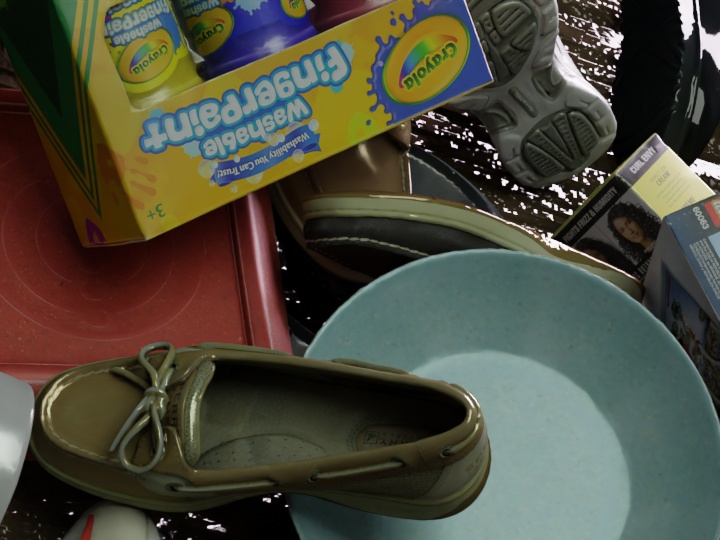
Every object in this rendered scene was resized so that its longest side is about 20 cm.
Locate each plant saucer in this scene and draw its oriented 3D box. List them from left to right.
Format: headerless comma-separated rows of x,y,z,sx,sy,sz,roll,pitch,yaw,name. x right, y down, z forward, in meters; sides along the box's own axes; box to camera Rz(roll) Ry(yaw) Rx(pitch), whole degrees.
-0.127,-0.008,1.201,0.199,0.037,0.201,2,57,-18,plant saucer
0.061,0.089,1.156,0.199,0.039,0.202,3,64,-7,plant saucer

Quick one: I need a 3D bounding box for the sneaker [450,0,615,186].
0.062,-0.128,1.371,0.100,0.078,0.200,60,2,37,sneaker

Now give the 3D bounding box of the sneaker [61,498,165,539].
-0.151,0.154,1.069,0.093,0.070,0.200,37,48,-13,sneaker

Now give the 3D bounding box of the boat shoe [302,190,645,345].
0.055,0.011,1.227,0.199,0.073,0.065,17,78,-34,boat shoe

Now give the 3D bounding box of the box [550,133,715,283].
0.199,0.025,1.398,0.200,0.075,0.050,46,47,1,box

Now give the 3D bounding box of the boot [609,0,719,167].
0.229,-0.107,1.520,0.162,0.073,0.199,25,47,-21,boot

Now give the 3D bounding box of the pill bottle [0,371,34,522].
-0.239,0.051,1.057,0.199,0.112,0.113,23,48,-18,pill bottle

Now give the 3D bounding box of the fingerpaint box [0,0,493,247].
-0.059,-0.125,1.184,0.199,0.073,0.168,-25,100,-28,fingerpaint box

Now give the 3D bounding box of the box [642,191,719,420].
0.183,0.063,1.277,0.037,0.200,0.137,-23,70,-10,box

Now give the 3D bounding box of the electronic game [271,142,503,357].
0.000,0.000,1.304,0.199,0.042,0.201,16,45,-16,electronic game

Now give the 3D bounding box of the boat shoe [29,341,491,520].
-0.045,0.063,1.099,0.199,0.063,0.074,8,64,10,boat shoe

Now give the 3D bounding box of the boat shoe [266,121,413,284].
-0.011,-0.086,1.295,0.074,0.067,0.201,4,50,-26,boat shoe
